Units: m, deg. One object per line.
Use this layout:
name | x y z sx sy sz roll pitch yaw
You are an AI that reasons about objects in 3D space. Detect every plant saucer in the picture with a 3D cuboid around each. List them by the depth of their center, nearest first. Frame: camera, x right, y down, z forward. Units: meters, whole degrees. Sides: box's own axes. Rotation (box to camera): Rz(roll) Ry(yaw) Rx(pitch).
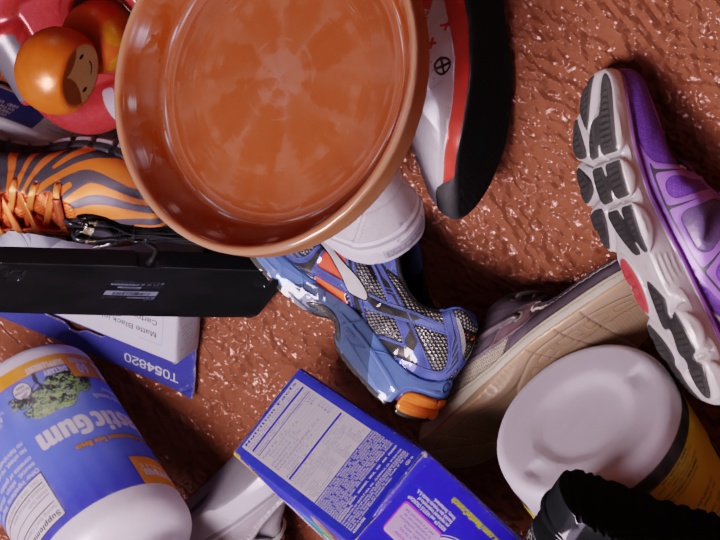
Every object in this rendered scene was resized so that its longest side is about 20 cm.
plant saucer | -0.047 -0.106 1.505 0.199 0.032 0.202 -5 80 31

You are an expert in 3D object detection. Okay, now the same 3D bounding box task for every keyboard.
keyboard | -0.135 -0.004 1.693 0.127 0.199 0.021 132 133 -55

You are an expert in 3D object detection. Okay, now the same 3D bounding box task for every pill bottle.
pill bottle | 0.171 0.147 1.616 0.114 0.115 0.200 -3 139 34
pill bottle | -0.181 0.156 1.819 0.200 0.112 0.112 53 141 29

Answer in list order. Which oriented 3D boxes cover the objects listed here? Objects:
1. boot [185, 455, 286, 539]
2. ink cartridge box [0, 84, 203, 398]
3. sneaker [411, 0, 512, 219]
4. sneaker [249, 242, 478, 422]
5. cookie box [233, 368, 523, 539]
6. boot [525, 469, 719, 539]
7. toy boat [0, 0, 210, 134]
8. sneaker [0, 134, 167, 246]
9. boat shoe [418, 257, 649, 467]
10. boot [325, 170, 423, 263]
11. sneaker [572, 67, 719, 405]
boot | -0.067 0.181 1.858 0.095 0.074 0.200 38 141 -9
ink cartridge box | -0.196 -0.015 1.804 0.199 0.041 0.201 21 131 18
sneaker | 0.025 -0.131 1.564 0.107 0.067 0.202 18 130 26
sneaker | 0.000 0.000 1.662 0.078 0.075 0.200 -47 69 11
cookie box | 0.031 0.161 1.675 0.171 0.075 0.200 44 173 -25
boot | 0.144 0.205 1.540 0.197 0.074 0.163 23 123 -16
toy boat | -0.157 -0.138 1.625 0.199 0.131 0.131 -16 113 39
sneaker | -0.217 -0.033 1.698 0.199 0.112 0.078 7 121 27
boat shoe | 0.103 0.043 1.640 0.072 0.065 0.200 16 134 -38
boot | -0.047 -0.078 1.596 0.199 0.074 0.096 22 149 42
sneaker | 0.184 -0.025 1.544 0.201 0.083 0.081 65 165 -5
